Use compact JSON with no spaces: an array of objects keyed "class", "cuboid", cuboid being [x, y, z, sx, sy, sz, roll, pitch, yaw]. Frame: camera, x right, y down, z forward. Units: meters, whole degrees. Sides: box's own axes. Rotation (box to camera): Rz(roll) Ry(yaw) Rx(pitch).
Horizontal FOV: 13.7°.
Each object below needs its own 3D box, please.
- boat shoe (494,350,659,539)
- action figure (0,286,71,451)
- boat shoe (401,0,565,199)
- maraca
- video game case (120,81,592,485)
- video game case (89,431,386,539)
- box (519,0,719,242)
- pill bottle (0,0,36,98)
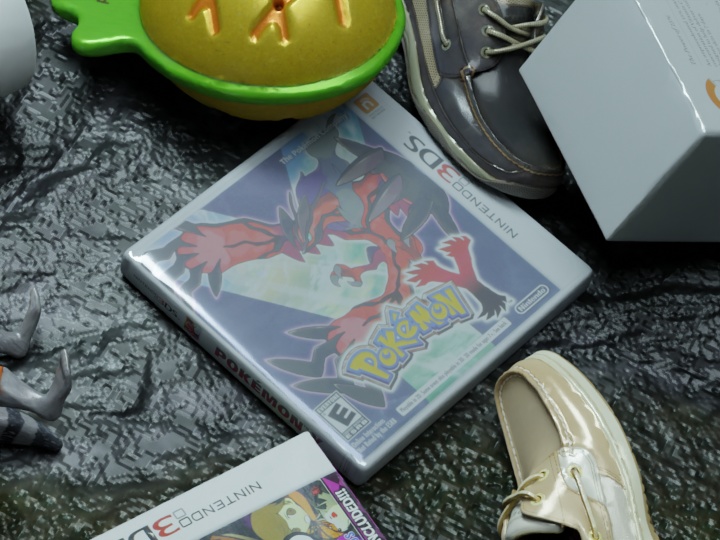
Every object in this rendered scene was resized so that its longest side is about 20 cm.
[{"class":"boat shoe","cuboid":[0.107,0.132,1.549,0.069,0.074,0.201,-9,58,-26]},{"class":"action figure","cuboid":[-0.241,0.070,1.494,0.192,0.105,0.200,-8,32,-13]},{"class":"boat shoe","cuboid":[0.067,-0.132,1.715,0.074,0.073,0.201,-2,54,-38]},{"class":"maraca","cuboid":[-0.073,-0.146,1.685,0.199,0.107,0.137,13,44,13]},{"class":"video game case","cuboid":[0.000,0.000,1.648,0.182,0.023,0.200,41,56,16]},{"class":"video game case","cuboid":[-0.047,0.197,1.488,0.181,0.036,0.200,-25,64,-26]},{"class":"box","cuboid":[0.209,-0.092,1.679,0.199,0.098,0.125,1,52,-39]},{"class":"pill bottle","cuboid":[-0.281,-0.108,1.599,0.199,0.114,0.114,-24,64,-27]}]
